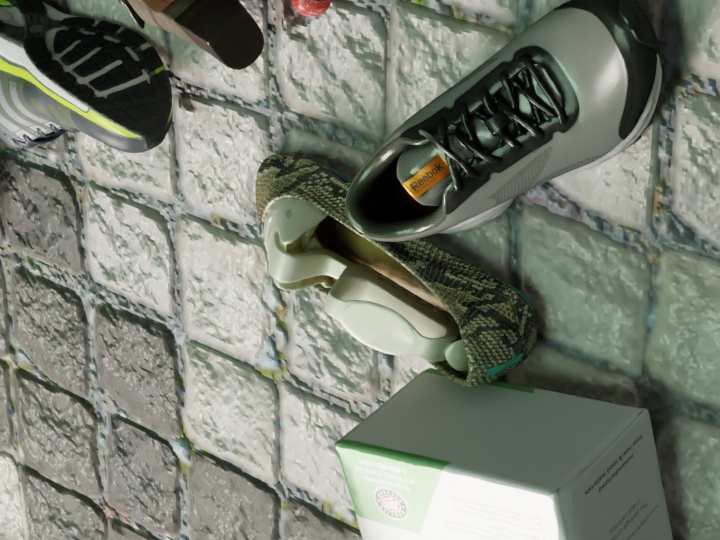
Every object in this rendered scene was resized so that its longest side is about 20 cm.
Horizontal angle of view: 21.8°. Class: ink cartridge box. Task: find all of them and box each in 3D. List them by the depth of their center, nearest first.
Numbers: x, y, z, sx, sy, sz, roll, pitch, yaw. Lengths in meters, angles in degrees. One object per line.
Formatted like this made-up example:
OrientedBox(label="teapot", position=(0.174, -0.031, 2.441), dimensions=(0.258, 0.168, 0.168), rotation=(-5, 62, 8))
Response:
OrientedBox(label="ink cartridge box", position=(0.086, 0.164, 0.972), dimensions=(0.145, 0.087, 0.201), rotation=(8, 121, 41))

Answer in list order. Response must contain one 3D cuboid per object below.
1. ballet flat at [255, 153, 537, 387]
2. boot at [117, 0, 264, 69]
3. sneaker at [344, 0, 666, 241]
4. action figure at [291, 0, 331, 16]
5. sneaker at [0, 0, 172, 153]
OrientedBox(label="ballet flat", position=(0.000, 0.000, 0.992), dimensions=(0.199, 0.075, 0.068), rotation=(32, 132, 27))
OrientedBox(label="boot", position=(-0.119, -0.189, 0.960), dimensions=(0.146, 0.070, 0.200), rotation=(46, 167, 33))
OrientedBox(label="sneaker", position=(0.068, -0.064, 0.897), dimensions=(0.200, 0.079, 0.074), rotation=(-37, 82, 45))
OrientedBox(label="action figure", position=(-0.058, -0.225, 0.957), dimensions=(0.065, 0.052, 0.201), rotation=(-15, 102, 42))
OrientedBox(label="sneaker", position=(-0.181, -0.108, 1.119), dimensions=(0.199, 0.074, 0.081), rotation=(30, 135, 38))
